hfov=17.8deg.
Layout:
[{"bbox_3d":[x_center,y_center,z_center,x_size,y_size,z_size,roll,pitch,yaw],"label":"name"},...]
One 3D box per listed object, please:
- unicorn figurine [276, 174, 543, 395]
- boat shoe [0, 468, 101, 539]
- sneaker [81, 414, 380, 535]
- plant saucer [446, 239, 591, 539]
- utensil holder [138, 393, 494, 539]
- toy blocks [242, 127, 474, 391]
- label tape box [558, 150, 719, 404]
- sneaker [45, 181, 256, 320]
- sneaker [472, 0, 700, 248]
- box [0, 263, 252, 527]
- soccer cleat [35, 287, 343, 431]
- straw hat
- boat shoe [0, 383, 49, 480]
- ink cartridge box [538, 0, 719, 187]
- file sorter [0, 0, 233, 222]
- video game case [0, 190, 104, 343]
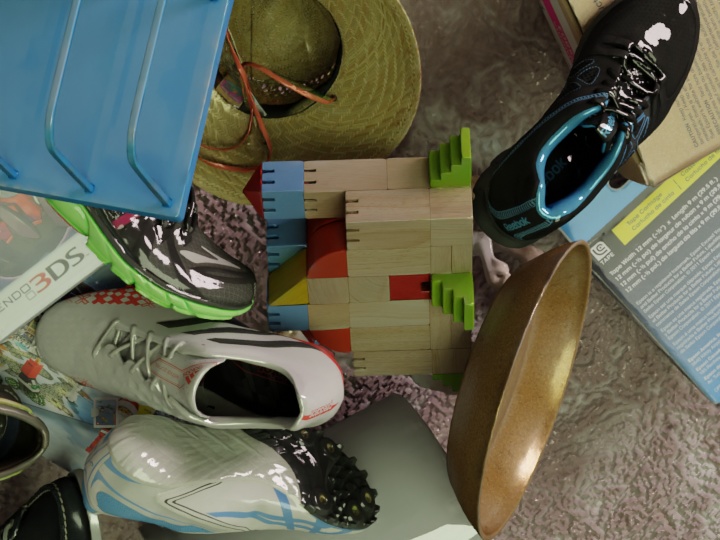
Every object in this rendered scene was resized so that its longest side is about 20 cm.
[{"bbox_3d":[0.032,0.020,1.528,0.200,0.137,0.074,-54,161,-15],"label":"unicorn figurine"},{"bbox_3d":[-0.210,0.190,1.481,0.060,0.076,0.200,-6,149,-21],"label":"boat shoe"},{"bbox_3d":[-0.080,0.133,1.428,0.200,0.072,0.072,12,142,-30],"label":"sneaker"},{"bbox_3d":[0.096,0.071,1.457,0.035,0.200,0.201,18,112,16],"label":"plant saucer"},{"bbox_3d":[-0.024,0.197,1.546,0.200,0.170,0.170,-30,121,-8],"label":"utensil holder"},{"bbox_3d":[0.000,0.000,1.415,0.136,0.100,0.200,-2,140,1],"label":"toy blocks"},{"bbox_3d":[0.230,-0.028,1.589,0.143,0.066,0.200,-43,108,3],"label":"label tape box"},{"bbox_3d":[-0.130,-0.047,1.360,0.084,0.077,0.200,-43,108,10],"label":"sneaker"},{"bbox_3d":[0.152,-0.094,1.390,0.073,0.082,0.200,39,76,-12],"label":"sneaker"},{"bbox_3d":[-0.173,0.055,1.463,0.200,0.038,0.137,33,100,-12],"label":"box"},{"bbox_3d":[-0.109,0.057,1.387,0.200,0.085,0.069,13,105,12],"label":"soccer cleat"},{"bbox_3d":[-0.050,-0.144,1.416,0.201,0.085,0.201,8,123,12],"label":"straw hat"},{"bbox_3d":[-0.275,0.098,1.356,0.202,0.060,0.072,-2,105,-46],"label":"boat shoe"},{"bbox_3d":[0.205,-0.181,1.478,0.165,0.075,0.200,-28,104,-6],"label":"ink cartridge box"},{"bbox_3d":[-0.190,-0.123,1.268,0.200,0.123,0.139,10,79,9],"label":"file sorter"},{"bbox_3d":[-0.253,-0.052,1.392,0.182,0.023,0.200,-37,107,4],"label":"video game case"}]
